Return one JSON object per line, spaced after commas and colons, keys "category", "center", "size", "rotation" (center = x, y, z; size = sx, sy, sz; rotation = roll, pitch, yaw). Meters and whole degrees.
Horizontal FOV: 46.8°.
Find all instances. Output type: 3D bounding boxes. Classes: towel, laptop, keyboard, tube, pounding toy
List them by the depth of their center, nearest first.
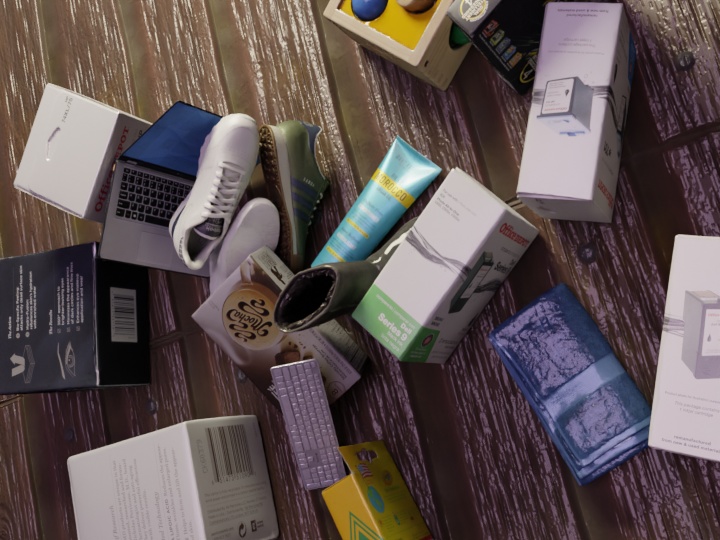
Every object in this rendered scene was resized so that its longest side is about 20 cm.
{"category": "towel", "center": [0.235, 0.122, 0.922], "size": [0.111, 0.048, 0.202], "rotation": [-36, 69, 17]}
{"category": "pounding toy", "center": [0.082, -0.341, 1.001], "size": [0.199, 0.142, 0.186], "rotation": [35, 100, 26]}
{"category": "keyboard", "center": [-0.060, 0.190, 1.004], "size": [0.055, 0.203, 0.011], "rotation": [-14, 32, -4]}
{"category": "tube", "center": [0.015, -0.069, 1.060], "size": [0.077, 0.050, 0.201], "rotation": [39, 96, 17]}
{"category": "laptop", "center": [-0.217, -0.095, 1.086], "size": [0.115, 0.186, 0.204], "rotation": [9, 88, 40]}

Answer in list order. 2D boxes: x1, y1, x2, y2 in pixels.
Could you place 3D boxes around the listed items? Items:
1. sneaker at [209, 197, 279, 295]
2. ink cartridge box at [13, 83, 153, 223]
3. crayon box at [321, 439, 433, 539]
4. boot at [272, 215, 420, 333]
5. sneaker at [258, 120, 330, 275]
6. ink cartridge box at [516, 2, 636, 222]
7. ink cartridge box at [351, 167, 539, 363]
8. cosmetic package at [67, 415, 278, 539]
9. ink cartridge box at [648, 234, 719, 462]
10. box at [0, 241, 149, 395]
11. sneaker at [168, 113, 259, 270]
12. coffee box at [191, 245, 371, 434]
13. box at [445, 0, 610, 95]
{"category": "sneaker", "center": [-0.168, -0.024, 1.104], "size": [0.089, 0.074, 0.202], "rotation": [56, 134, 40]}
{"category": "ink cartridge box", "center": [-0.340, -0.145, 1.157], "size": [0.144, 0.199, 0.149], "rotation": [23, 94, 26]}
{"category": "crayon box", "center": [0.029, 0.300, 0.961], "size": [0.050, 0.126, 0.202], "rotation": [-34, 69, 18]}
{"category": "boot", "center": [0.002, 0.001, 0.968], "size": [0.073, 0.199, 0.182], "rotation": [46, 104, 23]}
{"category": "sneaker", "center": [-0.075, -0.097, 1.090], "size": [0.067, 0.089, 0.204], "rotation": [22, 124, 52]}
{"category": "ink cartridge box", "center": [0.236, -0.164, 0.900], "size": [0.084, 0.146, 0.204], "rotation": [7, 87, 25]}
{"category": "ink cartridge box", "center": [0.100, 0.001, 0.949], "size": [0.084, 0.145, 0.201], "rotation": [40, 102, 25]}
{"category": "cosmetic package", "center": [-0.240, 0.293, 1.075], "size": [0.197, 0.164, 0.168], "rotation": [-19, 76, 24]}
{"category": "ink cartridge box", "center": [0.346, 0.076, 0.817], "size": [0.083, 0.145, 0.204], "rotation": [7, 87, 28]}
{"category": "box", "center": [-0.420, 0.075, 1.217], "size": [0.197, 0.117, 0.201], "rotation": [-7, 81, 24]}
{"category": "sneaker", "center": [-0.175, -0.096, 1.038], "size": [0.202, 0.075, 0.081], "rotation": [-63, 26, 19]}
{"category": "coffee box", "center": [-0.096, 0.085, 1.036], "size": [0.113, 0.080, 0.200], "rotation": [-42, 92, 14]}
{"category": "box", "center": [0.192, -0.293, 0.909], "size": [0.162, 0.199, 0.049], "rotation": [-48, 65, 12]}
